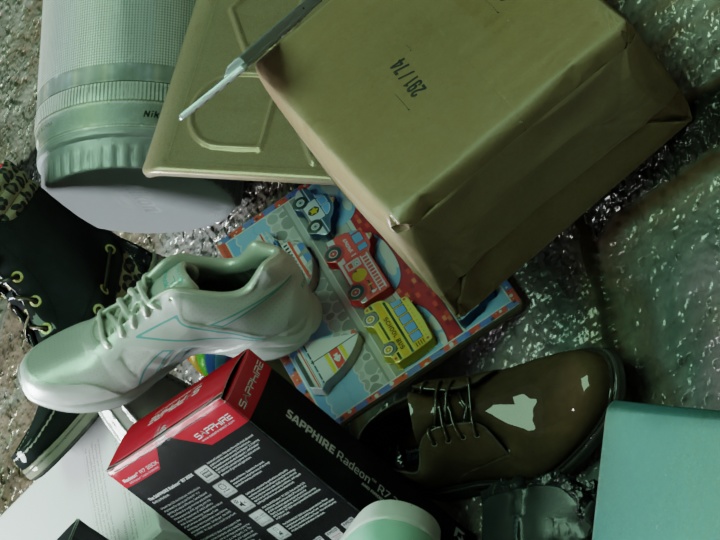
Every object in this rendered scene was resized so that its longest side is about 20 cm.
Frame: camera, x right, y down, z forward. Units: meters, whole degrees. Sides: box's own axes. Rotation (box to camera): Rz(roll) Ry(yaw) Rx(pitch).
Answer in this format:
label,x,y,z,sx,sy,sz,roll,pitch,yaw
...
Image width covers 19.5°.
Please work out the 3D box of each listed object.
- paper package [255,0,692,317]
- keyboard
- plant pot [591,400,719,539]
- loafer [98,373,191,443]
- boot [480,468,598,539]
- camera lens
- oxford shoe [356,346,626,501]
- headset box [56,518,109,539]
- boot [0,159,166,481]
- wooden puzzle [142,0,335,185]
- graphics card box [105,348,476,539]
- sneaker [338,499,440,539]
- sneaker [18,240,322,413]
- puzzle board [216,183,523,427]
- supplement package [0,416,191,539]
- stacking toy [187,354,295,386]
label,x,y,z,sx,sy,sz,roll,pitch,yaw
paper package,0.065,-0.105,1.273,0.190,0.104,0.200,-40,42,-2
keyboard,-0.068,-0.138,1.343,0.056,0.011,0.200,-42,5,22
plant pot,0.231,0.145,1.005,0.200,0.141,0.142,-1,76,43
loafer,-0.086,0.118,1.379,0.070,0.200,0.070,-57,2,-40
boot,0.082,0.205,1.220,0.198,0.073,0.163,-15,66,46
camera lens,-0.161,-0.145,1.572,0.160,0.160,0.201,-19,63,47
oxford shoe,0.074,0.093,1.260,0.200,0.084,0.073,-28,55,41
headset box,-0.175,0.285,1.393,0.174,0.200,0.093,-47,16,32
boot,-0.233,0.032,1.469,0.073,0.154,0.204,-36,22,50
wooden puzzle,-0.039,-0.136,1.450,0.199,0.046,0.186,2,61,25
graphics card box,-0.042,0.145,1.296,0.125,0.200,0.051,-34,22,40
sneaker,-0.020,0.233,1.251,0.201,0.074,0.118,120,172,-47
sneaker,-0.129,0.029,1.342,0.200,0.080,0.071,-19,48,2
puzzle board,0.000,0.000,1.378,0.150,0.017,0.200,-33,46,0
supplement package,-0.157,0.191,1.483,0.200,0.120,0.122,-43,47,34
stacking toy,-0.091,0.052,1.487,0.200,0.085,0.086,22,95,56
